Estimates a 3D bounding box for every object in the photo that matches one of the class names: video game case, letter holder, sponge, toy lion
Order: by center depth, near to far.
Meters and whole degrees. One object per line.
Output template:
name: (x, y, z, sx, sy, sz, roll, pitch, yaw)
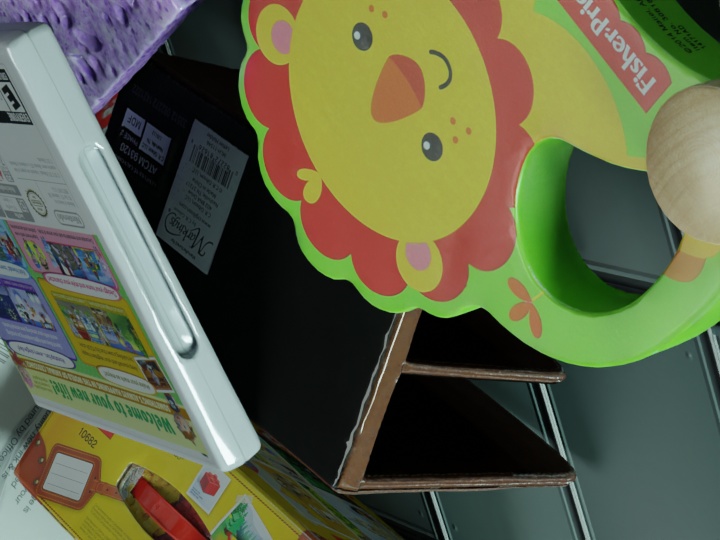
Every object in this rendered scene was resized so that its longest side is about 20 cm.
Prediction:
toy lion: (0.044, -0.051, 0.773, 0.200, 0.068, 0.192, 54, 133, 18)
sponge: (-0.131, -0.113, 0.937, 0.112, 0.030, 0.200, 49, 151, -3)
video game case: (-0.126, -0.014, 0.950, 0.200, 0.022, 0.183, 9, 128, 61)
letter holder: (0.000, 0.000, 0.961, 0.200, 0.142, 0.101, 35, 111, 44)

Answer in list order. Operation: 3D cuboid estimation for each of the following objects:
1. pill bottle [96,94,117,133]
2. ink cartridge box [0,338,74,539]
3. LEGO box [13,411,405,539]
pill bottle: (-0.150, -0.125, 1.091, 0.114, 0.113, 0.200, 53, 153, 21)
ink cartridge box: (-0.184, 0.055, 1.193, 0.200, 0.147, 0.083, 37, 178, -40)
LEGO box: (-0.042, 0.132, 1.084, 0.149, 0.077, 0.200, 32, -177, -45)
